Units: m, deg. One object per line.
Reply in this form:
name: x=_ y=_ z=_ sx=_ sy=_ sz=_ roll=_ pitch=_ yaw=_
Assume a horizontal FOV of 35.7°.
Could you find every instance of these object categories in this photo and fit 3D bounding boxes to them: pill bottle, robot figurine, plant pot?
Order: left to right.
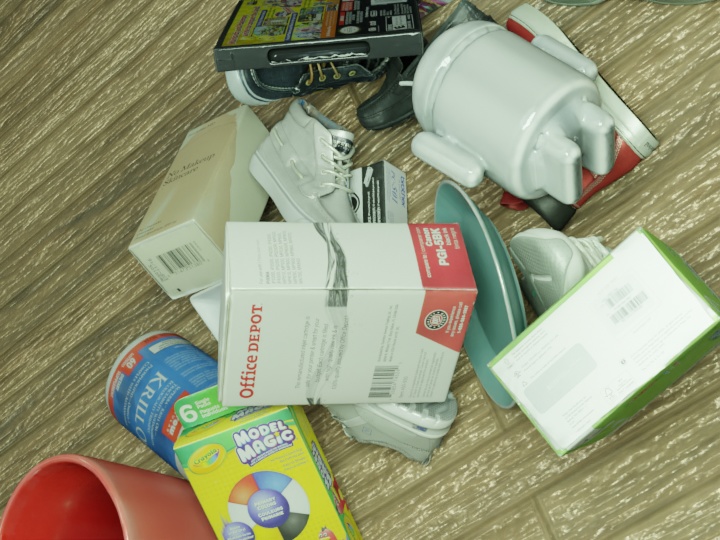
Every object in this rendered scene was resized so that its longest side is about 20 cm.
plant pot: x=-0.218 y=0.277 z=1.064 sx=0.199 sy=0.177 sz=0.203 roll=-7 pitch=78 yaw=37
pill bottle: x=-0.158 y=0.149 z=1.119 sx=0.199 sy=0.112 sz=0.113 roll=27 pitch=90 yaw=38
robot figurine: x=0.122 y=-0.137 z=0.944 sx=0.169 sy=0.113 sz=0.200 roll=-37 pitch=55 yaw=-19

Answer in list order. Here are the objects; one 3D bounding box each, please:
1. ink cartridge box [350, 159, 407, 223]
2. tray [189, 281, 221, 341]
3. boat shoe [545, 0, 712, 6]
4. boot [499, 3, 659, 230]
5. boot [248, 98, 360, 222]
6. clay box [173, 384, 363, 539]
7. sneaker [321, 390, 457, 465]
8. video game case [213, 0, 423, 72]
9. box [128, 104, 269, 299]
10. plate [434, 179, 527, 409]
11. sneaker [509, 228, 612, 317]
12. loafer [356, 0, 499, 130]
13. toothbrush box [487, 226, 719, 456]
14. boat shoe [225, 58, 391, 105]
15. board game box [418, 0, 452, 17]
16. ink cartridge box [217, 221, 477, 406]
ink cartridge box: x=0.000 y=0.000 z=1.103 sx=0.093 sy=0.044 sz=0.202 roll=-14 pitch=66 yaw=33
tray: x=-0.074 y=0.038 z=1.077 sx=0.199 sy=0.022 sz=0.108 roll=-23 pitch=105 yaw=43
boat shoe: x=0.243 y=-0.279 z=1.010 sx=0.199 sy=0.075 sz=0.061 roll=12 pitch=87 yaw=37
boot: x=0.159 y=-0.139 z=1.025 sx=0.144 sy=0.072 sz=0.201 roll=-42 pitch=58 yaw=18
boot: x=-0.036 y=-0.092 z=1.083 sx=0.096 sy=0.073 sz=0.200 roll=-56 pitch=49 yaw=16
clay box: x=-0.085 y=0.194 z=1.003 sx=0.114 sy=0.048 sz=0.202 roll=-21 pitch=106 yaw=11
sneaker: x=-0.014 y=0.119 z=1.018 sx=0.199 sy=0.075 sz=0.083 roll=25 pitch=124 yaw=18
video game case: x=-0.034 y=-0.226 z=1.033 sx=0.179 sy=0.026 sz=0.200 roll=-4 pitch=25 yaw=3
box: x=-0.155 y=-0.074 z=1.163 sx=0.094 sy=0.078 sz=0.201 roll=-21 pitch=34 yaw=28
plate: x=0.106 y=0.018 z=0.951 sx=0.025 sy=0.201 sz=0.202 roll=-14 pitch=60 yaw=-9
sneaker: x=0.169 y=-0.003 z=0.893 sx=0.080 sy=0.200 sz=0.071 roll=-30 pitch=75 yaw=3
loafer: x=0.058 y=-0.198 z=1.086 sx=0.200 sy=0.071 sz=0.068 roll=-26 pitch=19 yaw=49
toothbrush box: x=0.197 y=0.055 z=0.838 sx=0.146 sy=0.200 sz=0.086 roll=-44 pitch=71 yaw=15
boat shoe: x=-0.048 y=-0.213 z=1.125 sx=0.090 sy=0.200 sz=0.072 roll=-3 pitch=104 yaw=31
board game box: x=0.081 y=-0.343 z=1.068 sx=0.199 sy=0.198 sz=0.044 roll=-26 pitch=60 yaw=26
ink cartridge box: x=-0.018 y=0.037 z=0.928 sx=0.148 sy=0.198 sz=0.083 roll=102 pitch=164 yaw=-44
